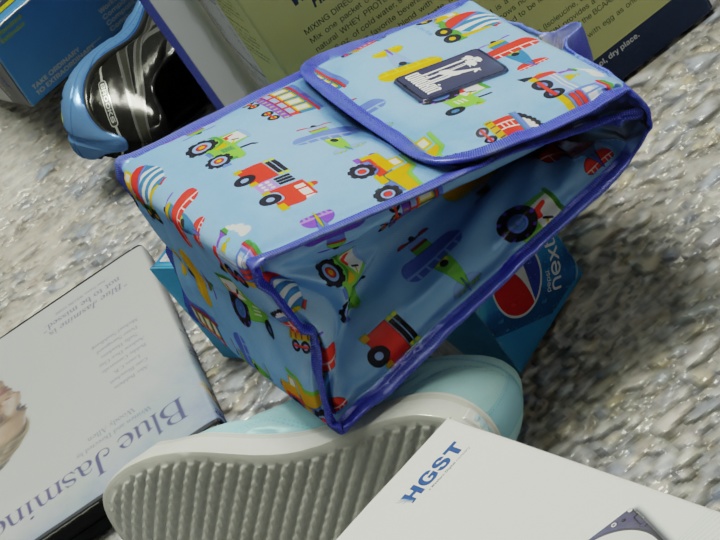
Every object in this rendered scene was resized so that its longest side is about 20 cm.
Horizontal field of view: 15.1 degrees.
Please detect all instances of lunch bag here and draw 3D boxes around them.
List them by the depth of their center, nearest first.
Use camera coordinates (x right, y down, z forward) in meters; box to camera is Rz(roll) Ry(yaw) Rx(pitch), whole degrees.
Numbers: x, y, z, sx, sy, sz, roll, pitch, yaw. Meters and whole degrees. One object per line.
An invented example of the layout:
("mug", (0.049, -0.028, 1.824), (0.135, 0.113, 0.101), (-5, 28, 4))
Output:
("lunch bag", (0.021, -0.042, 1.158), (0.200, 0.094, 0.151), (-34, 30, -14))

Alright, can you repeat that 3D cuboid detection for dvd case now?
("dvd case", (-0.145, 0.072, 1.347), (0.143, 0.018, 0.200), (-34, 30, 1))

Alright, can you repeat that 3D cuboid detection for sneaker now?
("sneaker", (-0.015, 0.082, 1.166), (0.200, 0.074, 0.082), (-11, 21, 30))
("sneaker", (-0.096, -0.130, 1.551), (0.083, 0.071, 0.200), (10, 46, 22))

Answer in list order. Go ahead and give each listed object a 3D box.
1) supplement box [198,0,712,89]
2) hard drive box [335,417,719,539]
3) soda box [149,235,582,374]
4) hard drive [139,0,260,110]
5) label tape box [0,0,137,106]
("supplement box", (0.024, -0.162, 1.328), (0.200, 0.200, 0.134), (-38, 30, -5))
("hard drive box", (0.059, 0.151, 0.974), (0.156, 0.077, 0.200), (-47, 31, -20))
("soda box", (0.000, 0.000, 1.254), (0.200, 0.068, 0.064), (2, 48, 46))
("hard drive", (-0.084, -0.155, 1.426), (0.025, 0.200, 0.132), (-24, 32, 19))
("label tape box", (-0.172, -0.167, 1.631), (0.144, 0.063, 0.200), (-42, 19, -11))
